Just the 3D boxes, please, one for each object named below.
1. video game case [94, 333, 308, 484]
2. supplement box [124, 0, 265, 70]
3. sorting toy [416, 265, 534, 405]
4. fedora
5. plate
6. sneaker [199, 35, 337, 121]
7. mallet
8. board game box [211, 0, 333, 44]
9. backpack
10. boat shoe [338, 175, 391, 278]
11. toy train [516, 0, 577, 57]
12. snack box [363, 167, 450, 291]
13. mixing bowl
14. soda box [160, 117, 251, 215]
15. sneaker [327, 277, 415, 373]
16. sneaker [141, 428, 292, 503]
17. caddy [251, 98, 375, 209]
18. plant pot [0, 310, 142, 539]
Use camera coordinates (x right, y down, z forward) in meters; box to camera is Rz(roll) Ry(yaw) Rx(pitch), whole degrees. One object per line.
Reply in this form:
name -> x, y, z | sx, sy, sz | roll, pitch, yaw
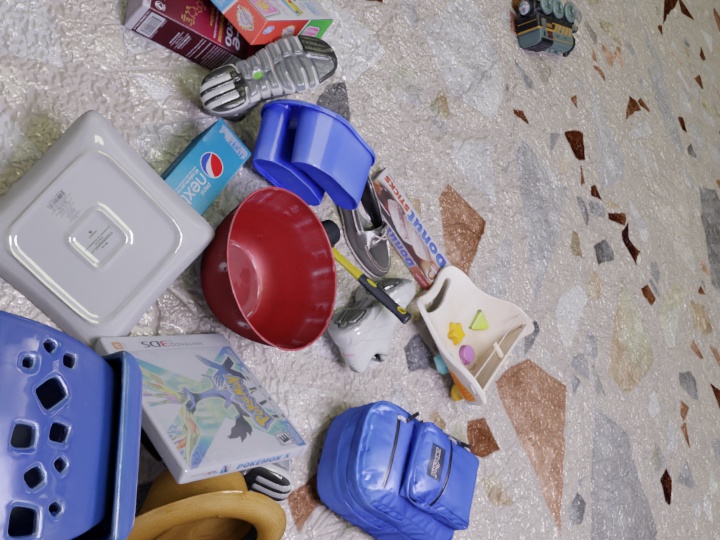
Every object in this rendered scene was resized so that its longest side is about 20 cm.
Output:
video game case -> -0.175, 0.143, 0.844 | 0.180, 0.022, 0.200 | 4, 34, -51
supplement box -> -0.217, -0.349, 1.043 | 0.197, 0.060, 0.112 | 19, 62, -38
sorting toy -> 0.166, 0.093, 1.230 | 0.182, 0.106, 0.200 | 55, 47, -8
fedora -> -0.179, 0.264, 0.809 | 0.198, 0.201, 0.083 | 23, 33, -35
plate -> -0.289, -0.036, 0.829 | 0.200, 0.032, 0.200 | -48, 111, -11
sneaker -> -0.133, -0.261, 1.047 | 0.196, 0.115, 0.077 | -20, 92, -17
mallet -> 0.000, 0.000, 1.090 | 0.198, 0.042, 0.066 | 37, 44, 9
board game box -> -0.140, -0.386, 1.050 | 0.153, 0.040, 0.199 | 48, 30, 4
backpack -> 0.052, 0.266, 1.021 | 0.198, 0.167, 0.165 | 35, 48, -24
boat shoe -> 0.006, -0.088, 1.167 | 0.066, 0.056, 0.204 | -25, 94, -44
toy train -> 0.422, -0.548, 1.701 | 0.197, 0.084, 0.117 | -4, 91, -45
snack box -> 0.075, -0.067, 1.247 | 0.202, 0.024, 0.072 | 55, 48, -15
mixing bowl -> -0.131, 0.006, 0.961 | 0.198, 0.106, 0.206 | 21, 64, -50
soda box -> -0.222, -0.100, 0.950 | 0.064, 0.067, 0.202 | 48, 49, -21
sneaker -> 0.024, 0.081, 1.129 | 0.199, 0.076, 0.102 | -38, 122, -45
sneaker -> -0.167, 0.194, 0.907 | 0.198, 0.075, 0.116 | 32, 27, -12
caddy -> -0.062, -0.166, 1.048 | 0.200, 0.138, 0.108 | 39, 64, -59
plant pot -> -0.313, 0.164, 0.694 | 0.178, 0.197, 0.205 | 17, 64, -44
